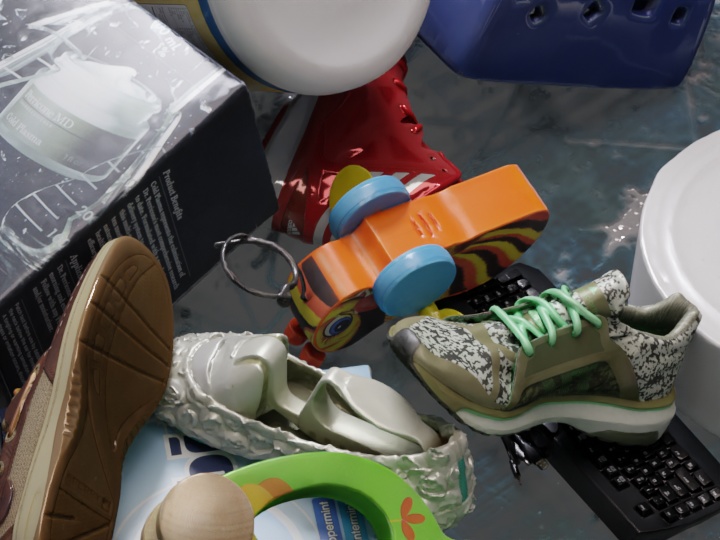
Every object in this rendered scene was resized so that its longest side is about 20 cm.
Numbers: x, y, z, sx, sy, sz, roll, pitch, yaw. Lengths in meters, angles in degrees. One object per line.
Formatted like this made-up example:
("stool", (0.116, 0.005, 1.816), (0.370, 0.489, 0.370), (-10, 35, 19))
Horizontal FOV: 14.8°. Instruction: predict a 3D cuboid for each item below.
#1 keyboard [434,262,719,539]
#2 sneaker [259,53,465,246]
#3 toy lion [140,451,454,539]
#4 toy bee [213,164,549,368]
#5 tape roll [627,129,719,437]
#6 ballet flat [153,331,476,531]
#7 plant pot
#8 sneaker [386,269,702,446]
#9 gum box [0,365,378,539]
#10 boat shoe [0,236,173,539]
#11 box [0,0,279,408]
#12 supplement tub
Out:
("keyboard", (0.110, 0.067, 1.487), (0.104, 0.040, 0.200), (-25, 52, -24))
("sneaker", (0.017, -0.085, 1.612), (0.115, 0.078, 0.201), (22, 62, 6))
("toy lion", (0.009, 0.181, 1.323), (0.191, 0.069, 0.201), (-13, 77, -17))
("toy bee", (0.000, 0.000, 1.501), (0.199, 0.109, 0.132), (4, 51, -20))
("tape roll", (0.249, 0.008, 1.526), (0.201, 0.071, 0.203), (2, 47, -2))
("ballet flat", (-0.027, 0.067, 1.404), (0.199, 0.072, 0.072), (23, 50, 18))
("plant pot", (0.110, -0.236, 1.624), (0.199, 0.180, 0.200), (-1, 41, -43))
("sneaker", (0.098, 0.031, 1.413), (0.199, 0.089, 0.077), (6, 32, -42))
("gum box", (-0.078, 0.135, 1.412), (0.199, 0.045, 0.171), (-6, 48, -9))
("boat shoe", (-0.151, 0.073, 1.384), (0.072, 0.072, 0.201), (-9, 56, 33))
("box", (-0.186, -0.054, 1.504), (0.200, 0.124, 0.196), (36, 67, 28))
("supplement tub", (-0.067, -0.173, 1.546), (0.144, 0.145, 0.200), (-31, 21, -27))
